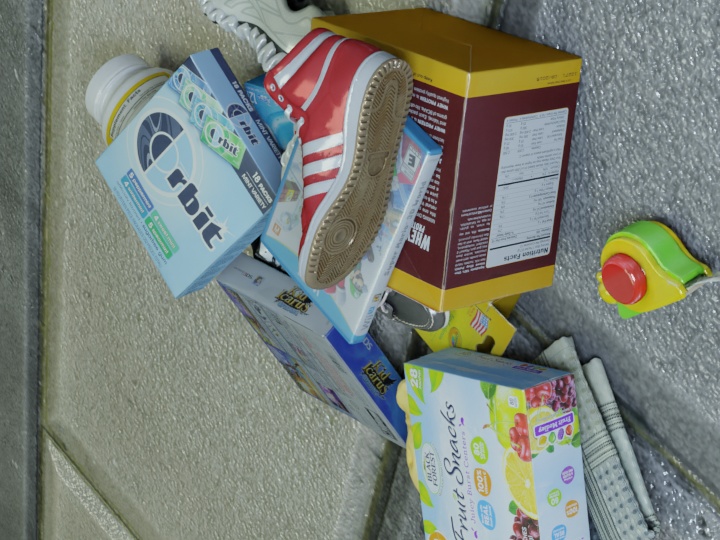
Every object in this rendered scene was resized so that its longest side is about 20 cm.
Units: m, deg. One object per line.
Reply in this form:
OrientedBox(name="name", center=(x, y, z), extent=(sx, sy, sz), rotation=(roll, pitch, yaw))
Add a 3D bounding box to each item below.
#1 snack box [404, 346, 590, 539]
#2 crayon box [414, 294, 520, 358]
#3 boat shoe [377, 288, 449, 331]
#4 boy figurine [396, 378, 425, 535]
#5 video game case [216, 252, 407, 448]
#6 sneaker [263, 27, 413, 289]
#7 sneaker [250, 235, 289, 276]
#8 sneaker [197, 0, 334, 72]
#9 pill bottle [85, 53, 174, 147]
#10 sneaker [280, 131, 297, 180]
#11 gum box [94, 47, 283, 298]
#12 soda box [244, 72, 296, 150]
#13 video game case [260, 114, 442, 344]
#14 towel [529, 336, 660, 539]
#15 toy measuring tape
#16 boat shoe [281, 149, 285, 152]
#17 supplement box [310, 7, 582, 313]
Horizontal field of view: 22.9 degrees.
OrientedBox(name="snack box", center=(0.123, 0.182, 1.597), extent=(0.168, 0.067, 0.202), rotation=(11, 111, 52))
OrientedBox(name="crayon box", center=(0.079, 0.007, 1.667), extent=(0.200, 0.051, 0.127), rotation=(51, 147, 19))
OrientedBox(name="boat shoe", center=(0.000, 0.000, 1.673), extent=(0.200, 0.057, 0.067), rotation=(42, 143, 30))
OrientedBox(name="boy figurine", center=(0.076, 0.169, 1.748), extent=(0.064, 0.125, 0.201), rotation=(0, 130, 10))
OrientedBox(name="video game case", center=(-0.037, 0.082, 1.829), extent=(0.181, 0.046, 0.200), rotation=(24, 157, 44))
OrientedBox(name="sneaker", center=(-0.032, -0.093, 1.412), extent=(0.112, 0.071, 0.201), rotation=(33, 115, 36))
OrientedBox(name="sneaker", center=(-0.064, -0.006, 1.842), extent=(0.200, 0.080, 0.074), rotation=(51, 145, 15))
OrientedBox(name="sneaker", center=(-0.089, -0.253, 1.708), extent=(0.200, 0.075, 0.081), rotation=(43, 118, 40))
OrientedBox(name="pill bottle", center=(-0.205, -0.145, 1.907), extent=(0.200, 0.112, 0.113), rotation=(42, 144, 30))
OrientedBox(name="sneaker", center=(-0.041, -0.099, 1.597), extent=(0.071, 0.073, 0.201), rotation=(26, 125, 34))
OrientedBox(name="gum box", center=(-0.164, -0.094, 1.770), extent=(0.200, 0.044, 0.171), rotation=(-39, 78, 41))
OrientedBox(name="soda box", center=(-0.023, -0.143, 1.683), extent=(0.199, 0.068, 0.065), rotation=(21, 129, 47))
OrientedBox(name="video game case", center=(-0.012, -0.060, 1.467), extent=(0.143, 0.018, 0.201), rotation=(47, 132, 32))
OrientedBox(name="towel", center=(0.182, 0.180, 1.616), extent=(0.193, 0.034, 0.201), rotation=(-47, 59, 51))
OrientedBox(name="toy measuring tape", center=(0.245, -0.014, 1.394), extent=(0.074, 0.073, 0.200), rotation=(62, 149, 0))
OrientedBox(name="boat shoe", center=(-0.072, -0.098, 1.792), extent=(0.201, 0.062, 0.073), rotation=(58, 169, 11))
OrientedBox(name="supplement box", center=(0.060, -0.098, 1.491), extent=(0.197, 0.132, 0.202), rotation=(26, 118, 44))
